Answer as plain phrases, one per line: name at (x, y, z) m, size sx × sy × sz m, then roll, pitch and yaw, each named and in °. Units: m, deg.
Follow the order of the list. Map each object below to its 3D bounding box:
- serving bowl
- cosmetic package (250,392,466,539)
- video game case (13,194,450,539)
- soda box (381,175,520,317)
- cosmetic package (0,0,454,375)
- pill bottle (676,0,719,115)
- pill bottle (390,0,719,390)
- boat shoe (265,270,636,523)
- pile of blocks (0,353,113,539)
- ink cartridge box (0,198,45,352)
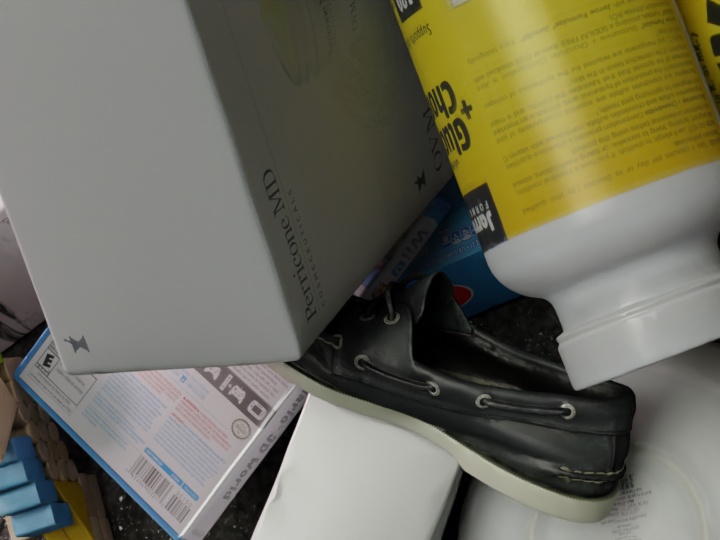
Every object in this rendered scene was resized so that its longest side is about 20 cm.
serving bowl at (0.126, 0.124, 1.088) m, size 0.199 × 0.066 × 0.202 m, roll -7°, pitch 74°, yaw 26°
cosmetic package at (-0.017, 0.156, 1.120) m, size 0.081 × 0.113 × 0.201 m, roll 20°, pitch 87°, yaw 5°
video game case at (-0.065, 0.011, 1.160) m, size 0.143 × 0.018 × 0.200 m, roll 39°, pitch 94°, yaw 36°
soda box at (0.000, 0.000, 1.180) m, size 0.199 × 0.068 × 0.065 m, roll -23°, pitch 64°, yaw 22°
cosmetic package at (-0.061, -0.093, 1.017) m, size 0.122 × 0.200 × 0.200 m, roll -4°, pitch 116°, yaw 30°
pill bottle at (0.189, -0.106, 1.032) m, size 0.200 × 0.114 × 0.115 m, roll -10°, pitch 70°, yaw 65°
pill bottle at (0.090, -0.058, 1.001) m, size 0.111 × 0.112 × 0.201 m, roll -22°, pitch 86°, yaw 22°
boat shoe at (0.031, 0.035, 1.056) m, size 0.199 × 0.074 × 0.066 m, roll 30°, pitch 115°, yaw 18°
pile of blocks at (-0.193, 0.085, 1.204) m, size 0.062 × 0.201 × 0.082 m, roll -19°, pitch 28°, yaw 15°
ink cartridge box at (-0.222, 0.001, 1.272) m, size 0.200 × 0.116 × 0.068 m, roll -36°, pitch 63°, yaw 17°
